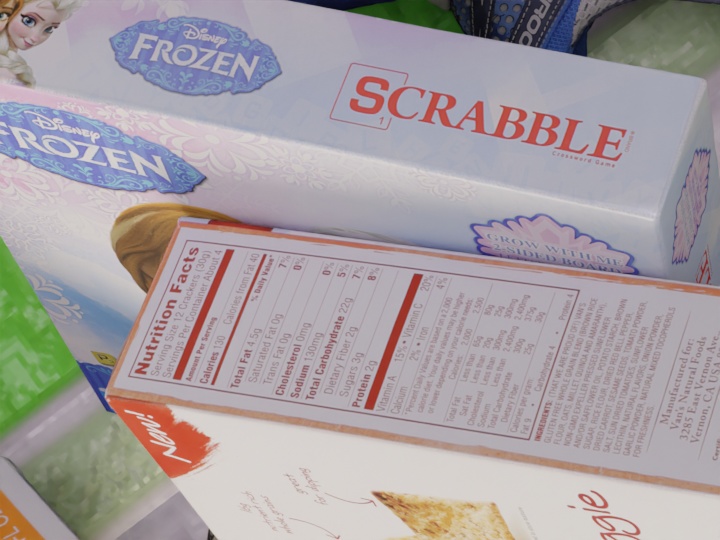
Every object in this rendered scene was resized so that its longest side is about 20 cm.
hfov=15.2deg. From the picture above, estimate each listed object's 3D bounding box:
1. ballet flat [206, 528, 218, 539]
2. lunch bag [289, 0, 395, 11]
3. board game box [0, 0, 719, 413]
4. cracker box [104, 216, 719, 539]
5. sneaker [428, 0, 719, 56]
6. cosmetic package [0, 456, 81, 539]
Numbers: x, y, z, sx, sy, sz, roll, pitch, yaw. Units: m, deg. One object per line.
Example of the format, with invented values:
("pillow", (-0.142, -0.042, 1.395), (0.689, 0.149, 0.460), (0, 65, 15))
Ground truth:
("ballet flat", (-0.011, 0.157, 0.803), (0.075, 0.068, 0.200), (-31, 86, 27))
("lunch bag", (-0.046, -0.163, 0.728), (0.132, 0.136, 0.200), (-12, 50, -8))
("board game box", (0.000, 0.000, 0.717), (0.200, 0.200, 0.041), (12, 64, 19))
("cracker box", (0.053, 0.055, 0.668), (0.200, 0.134, 0.058), (8, 62, 27))
("sneaker", (0.112, -0.117, 0.787), (0.200, 0.077, 0.085), (-31, 89, 16))
("cosmetic package", (-0.156, 0.145, 0.756), (0.200, 0.101, 0.071), (-30, 125, -18))
